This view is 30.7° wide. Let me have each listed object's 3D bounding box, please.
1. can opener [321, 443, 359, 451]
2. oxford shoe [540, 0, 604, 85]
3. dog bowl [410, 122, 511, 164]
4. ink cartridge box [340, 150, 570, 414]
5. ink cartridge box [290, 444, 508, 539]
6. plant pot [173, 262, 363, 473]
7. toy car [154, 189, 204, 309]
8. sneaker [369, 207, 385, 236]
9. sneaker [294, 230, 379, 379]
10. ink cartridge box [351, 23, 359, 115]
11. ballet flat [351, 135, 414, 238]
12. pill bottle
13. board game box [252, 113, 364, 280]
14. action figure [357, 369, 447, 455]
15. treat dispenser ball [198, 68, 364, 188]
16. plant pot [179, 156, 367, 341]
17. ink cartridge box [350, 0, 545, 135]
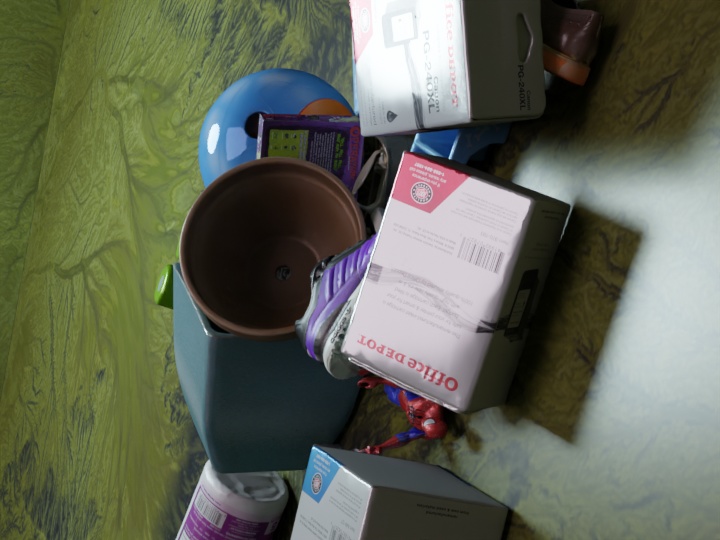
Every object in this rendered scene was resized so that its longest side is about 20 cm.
[{"bbox_3d":[-0.019,0.280,1.373,0.053,0.066,0.202,-45,40,49],"label":"can opener"},{"bbox_3d":[0.166,-0.243,1.241,0.200,0.071,0.073,46,116,49],"label":"oxford shoe"},{"bbox_3d":[0.092,-0.116,1.348,0.111,0.049,0.202,43,118,61],"label":"dog bowl"},{"bbox_3d":[0.085,0.010,1.196,0.144,0.083,0.202,24,102,30],"label":"ink cartridge box"},{"bbox_3d":[0.020,0.284,1.199,0.147,0.143,0.202,19,96,65],"label":"ink cartridge box"},{"bbox_3d":[-0.114,0.121,1.516,0.196,0.194,0.202,-130,45,-59],"label":"plant pot"},{"bbox_3d":[-0.169,-0.034,1.737,0.158,0.163,0.201,-58,22,34],"label":"toy car"},{"bbox_3d":[0.034,0.016,1.365,0.085,0.075,0.201,-48,35,22],"label":"sneaker"},{"bbox_3d":[0.000,0.000,1.296,0.099,0.069,0.201,30,84,44],"label":"sneaker"},{"bbox_3d":[0.072,-0.268,1.419,0.200,0.084,0.146,-41,45,53],"label":"ink cartridge box"},{"bbox_3d":[0.012,-0.056,1.467,0.067,0.063,0.202,-149,73,-68],"label":"ballet flat"},{"bbox_3d":[-0.170,0.335,1.608,0.202,0.111,0.112,-67,27,20],"label":"pill bottle"},{"bbox_3d":[-0.063,-0.076,1.474,0.032,0.119,0.202,-117,31,-63],"label":"board game box"},{"bbox_3d":[0.020,0.126,1.330,0.200,0.098,0.066,-141,45,-59],"label":"action figure"},{"bbox_3d":[-0.095,-0.140,1.566,0.201,0.199,0.203,-38,46,53],"label":"treat dispenser ball"},{"bbox_3d":[-0.089,-0.012,1.405,0.093,0.198,0.203,80,-169,-69],"label":"plant pot"},{"bbox_3d":[0.077,-0.205,1.219,0.199,0.083,0.147,2,98,61],"label":"ink cartridge box"}]
